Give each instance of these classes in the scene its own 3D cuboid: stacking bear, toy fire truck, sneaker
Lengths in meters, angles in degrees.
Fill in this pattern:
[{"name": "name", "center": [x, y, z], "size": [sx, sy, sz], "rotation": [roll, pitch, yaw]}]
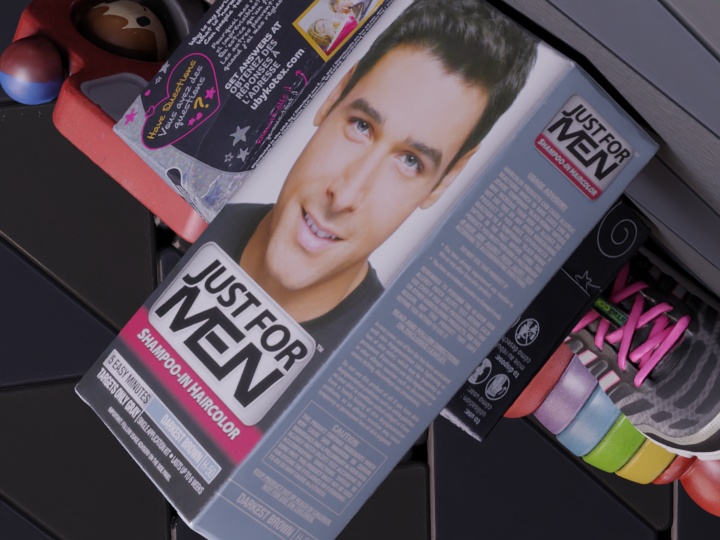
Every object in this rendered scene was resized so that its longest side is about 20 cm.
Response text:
[{"name": "stacking bear", "center": [0.206, 0.101, 1.786], "size": [0.199, 0.122, 0.114], "rotation": [32, -172, -2]}, {"name": "toy fire truck", "center": [-0.088, -0.093, 1.269], "size": [0.200, 0.113, 0.167], "rotation": [40, -146, 25]}, {"name": "sneaker", "center": [0.124, 0.020, 1.253], "size": [0.087, 0.074, 0.200], "rotation": [32, -169, -42]}]

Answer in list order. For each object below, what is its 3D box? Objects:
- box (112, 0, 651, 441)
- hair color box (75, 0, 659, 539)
[{"name": "box", "center": [0.010, -0.039, 1.142], "size": [0.200, 0.132, 0.115], "rotation": [41, 179, -40]}, {"name": "hair color box", "center": [0.000, 0.000, 0.891], "size": [0.061, 0.200, 0.099], "rotation": [39, -179, -41]}]
